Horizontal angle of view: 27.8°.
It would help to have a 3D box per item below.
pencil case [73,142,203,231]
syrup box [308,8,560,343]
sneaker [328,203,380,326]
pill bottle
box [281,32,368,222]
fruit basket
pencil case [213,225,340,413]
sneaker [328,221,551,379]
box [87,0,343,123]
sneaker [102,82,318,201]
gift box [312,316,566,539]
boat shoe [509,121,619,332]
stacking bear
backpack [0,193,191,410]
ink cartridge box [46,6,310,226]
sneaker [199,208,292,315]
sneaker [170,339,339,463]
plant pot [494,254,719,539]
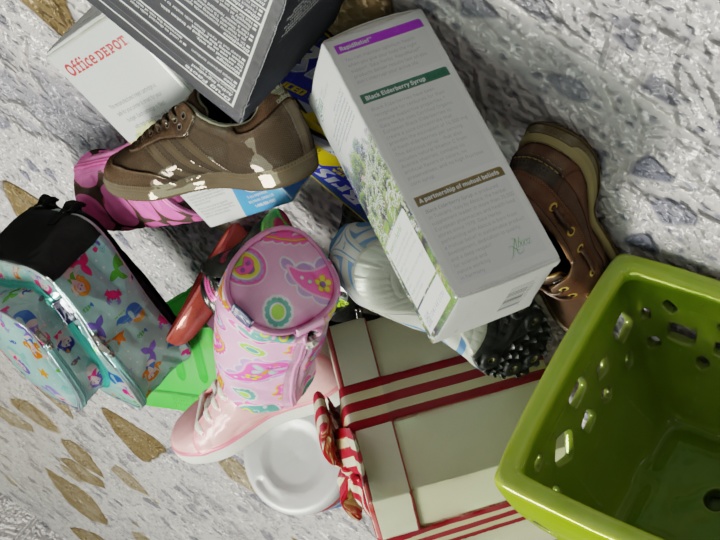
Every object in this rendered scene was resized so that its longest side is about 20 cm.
[{"bbox_3d":[-0.198,-0.085,1.332,0.093,0.092,0.199,15,167,-31],"label":"pencil case"},{"bbox_3d":[0.044,-0.064,0.959,0.201,0.081,0.079,64,161,18],"label":"syrup box"},{"bbox_3d":[0.000,0.000,1.209,0.073,0.088,0.200,33,154,10],"label":"sneaker"},{"bbox_3d":[-0.026,0.176,1.431,0.112,0.113,0.200,27,-174,21],"label":"pill bottle"},{"bbox_3d":[-0.010,-0.103,1.069,0.200,0.070,0.064,40,153,-5],"label":"box"},{"bbox_3d":[-0.117,0.116,1.513,0.215,0.155,0.217,33,141,32],"label":"fruit basket"},{"bbox_3d":[-0.064,0.043,1.067,0.087,0.088,0.200,35,158,6],"label":"pencil case"},{"bbox_3d":[0.062,0.017,1.053,0.199,0.072,0.073,29,-167,-33],"label":"sneaker"},{"bbox_3d":[-0.100,-0.233,0.908,0.200,0.123,0.198,39,154,1],"label":"box"},{"bbox_3d":[-0.115,-0.099,1.060,0.199,0.070,0.076,-2,113,36],"label":"sneaker"},{"bbox_3d":[0.065,0.142,1.159,0.185,0.185,0.201,75,-179,-49],"label":"gift box"},{"bbox_3d":[0.136,-0.014,1.029,0.072,0.068,0.201,21,150,32],"label":"boat shoe"},{"bbox_3d":[-0.060,0.052,1.359,0.199,0.122,0.114,31,130,-8],"label":"stacking bear"},{"bbox_3d":[-0.266,0.047,1.399,0.200,0.151,0.177,47,159,-28],"label":"backpack"},{"bbox_3d":[-0.133,-0.141,1.151,0.200,0.085,0.144,46,152,-20],"label":"ink cartridge box"},{"bbox_3d":[-0.085,0.008,1.173,0.077,0.083,0.200,58,165,5],"label":"sneaker"},{"bbox_3d":[-0.108,0.097,1.290,0.199,0.076,0.105,-25,127,25],"label":"sneaker"},{"bbox_3d":[0.235,0.138,1.017,0.199,0.200,0.182,21,157,30],"label":"plant pot"}]
